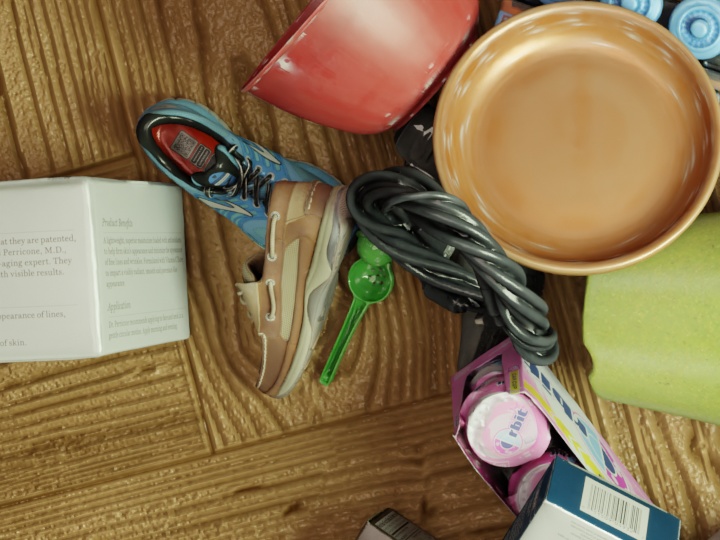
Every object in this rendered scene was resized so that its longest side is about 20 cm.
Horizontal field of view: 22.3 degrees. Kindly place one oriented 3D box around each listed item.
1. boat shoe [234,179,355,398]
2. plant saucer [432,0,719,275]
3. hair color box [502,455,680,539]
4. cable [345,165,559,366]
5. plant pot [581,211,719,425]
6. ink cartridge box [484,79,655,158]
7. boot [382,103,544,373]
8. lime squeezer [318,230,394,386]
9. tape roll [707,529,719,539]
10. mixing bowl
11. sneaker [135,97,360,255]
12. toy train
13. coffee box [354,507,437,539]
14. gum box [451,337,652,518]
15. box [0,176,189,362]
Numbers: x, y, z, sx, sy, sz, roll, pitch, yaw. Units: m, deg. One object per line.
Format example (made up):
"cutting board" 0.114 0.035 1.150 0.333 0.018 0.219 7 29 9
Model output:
"boat shoe" -0.056 0.010 1.383 0.072 0.076 0.200 18 124 2
"plant saucer" 0.151 -0.090 1.273 0.200 0.037 0.200 -2 73 6
"hair color box" 0.129 0.234 1.258 0.100 0.061 0.200 28 119 0
"cable" 0.065 -0.001 1.249 0.051 0.200 0.163 -45 64 -6
"plant pot" 0.262 0.034 1.292 0.184 0.200 0.201 3 93 25
"ink cartridge box" 0.162 -0.096 1.345 0.200 0.095 0.037 25 95 11
"boot" 0.073 -0.018 1.390 0.132 0.070 0.200 21 107 28
"lime squeezer" 0.000 0.000 1.387 0.038 0.071 0.200 41 143 23
"tape roll" 0.315 0.276 1.300 0.202 0.139 0.203 0 92 12
"mixing bowl" 0.016 -0.175 1.341 0.108 0.200 0.200 39 100 -8
"sneaker" -0.093 -0.064 1.408 0.200 0.090 0.078 28 98 7
"toy train" 0.190 -0.166 1.346 0.200 0.087 0.114 22 106 9
"coffee box" 0.066 0.285 1.388 0.200 0.080 0.114 33 98 10
"gum box" 0.142 0.146 1.318 0.066 0.114 0.200 -35 104 13
"box" -0.256 0.000 1.393 0.200 0.199 0.131 -3 91 14
